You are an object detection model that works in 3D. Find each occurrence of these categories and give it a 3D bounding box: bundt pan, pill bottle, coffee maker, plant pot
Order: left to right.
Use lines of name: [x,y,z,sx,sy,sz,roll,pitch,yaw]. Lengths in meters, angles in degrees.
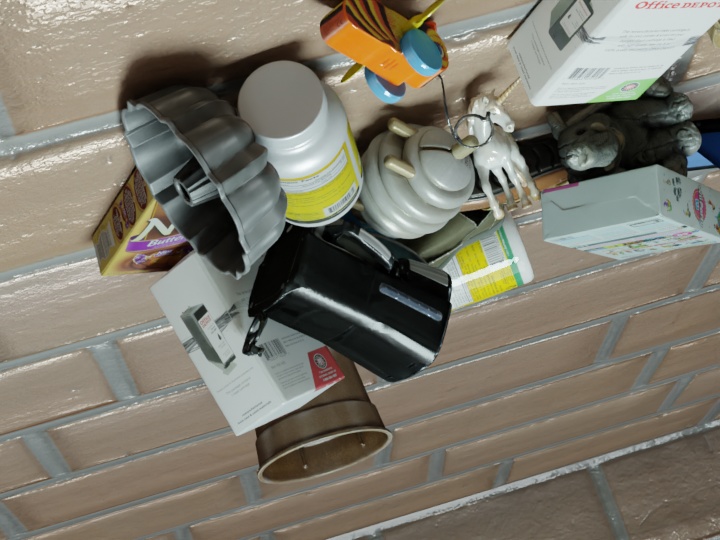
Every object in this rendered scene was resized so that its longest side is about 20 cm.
bundt pan: [-0.143,-0.096,1.423,0.076,0.202,0.202,-37,165,-20]
pill bottle: [-0.064,-0.129,1.493,0.112,0.112,0.200,-19,159,0]
plant pot: [-0.077,0.179,2.129,0.200,0.198,0.200,-15,159,-6]
coffee maker: [-0.015,0.046,1.642,0.200,0.192,0.135,29,172,-20]
pill bottle: [0.119,-0.004,1.957,0.200,0.113,0.113,-21,159,5]

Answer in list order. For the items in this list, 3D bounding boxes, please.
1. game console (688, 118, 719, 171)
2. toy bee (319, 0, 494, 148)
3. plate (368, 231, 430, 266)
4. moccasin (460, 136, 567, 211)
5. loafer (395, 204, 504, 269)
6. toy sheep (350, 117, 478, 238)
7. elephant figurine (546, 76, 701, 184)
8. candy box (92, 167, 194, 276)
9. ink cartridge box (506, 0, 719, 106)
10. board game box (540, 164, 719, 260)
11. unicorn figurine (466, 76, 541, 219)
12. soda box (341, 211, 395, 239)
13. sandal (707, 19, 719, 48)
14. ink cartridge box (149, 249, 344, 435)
game console: [0.498,-0.138,1.931,0.200,0.118,0.171,-7,156,-26]
toy bee: [0.039,-0.210,1.427,0.131,0.109,0.200,-17,136,18]
plate: [0.000,0.000,1.769,0.200,0.026,0.200,10,147,6]
moccasin: [0.175,-0.111,1.805,0.201,0.074,0.078,-22,153,-18]
loafer: [0.104,-0.056,1.846,0.200,0.075,0.070,-34,154,-30]
toy sheep: [0.057,-0.103,1.640,0.138,0.138,0.200,0,164,-39]
elephant figurine: [0.280,-0.149,1.711,0.200,0.142,0.155,-17,145,-22]
candy box: [-0.207,-0.063,1.618,0.117,0.056,0.200,-5,154,-31]
ink cartridge box: [0.265,-0.256,1.490,0.145,0.084,0.200,-7,156,-29]
board game box: [0.322,-0.064,1.715,0.147,0.064,0.200,-10,167,34]
unicorn figurine: [0.157,-0.132,1.657,0.074,0.137,0.200,-22,-177,-2]
soda box: [-0.029,-0.029,1.840,0.068,0.064,0.200,-4,154,-33]
sandal: [0.411,-0.277,1.579,0.078,0.070,0.212,-21,159,6]
ink cartridge box: [-0.129,0.071,1.685,0.083,0.200,0.147,-36,171,27]
